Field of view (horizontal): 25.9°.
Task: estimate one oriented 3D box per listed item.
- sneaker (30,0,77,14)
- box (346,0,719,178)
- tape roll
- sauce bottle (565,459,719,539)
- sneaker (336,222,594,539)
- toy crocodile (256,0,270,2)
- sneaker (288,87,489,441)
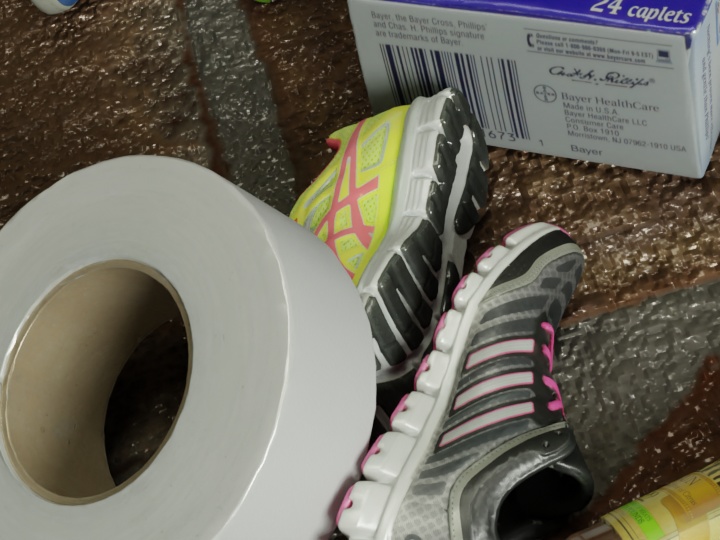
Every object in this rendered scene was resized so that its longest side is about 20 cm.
[{"bbox_3d":[-0.145,-0.244,0.984,0.111,0.077,0.200,-9,42,21],"label":"sneaker"},{"bbox_3d":[0.117,-0.165,0.826,0.183,0.105,0.200,11,54,23],"label":"box"},{"bbox_3d":[-0.095,0.054,0.675,0.202,0.071,0.203,-12,67,29],"label":"tape roll"},{"bbox_3d":[0.179,0.093,0.621,0.199,0.065,0.065,-25,49,-7],"label":"sauce bottle"},{"bbox_3d":[0.066,0.067,0.672,0.087,0.074,0.200,19,55,18],"label":"sneaker"},{"bbox_3d":[0.011,-0.223,0.939,0.199,0.062,0.068,-29,43,-15],"label":"toy crocodile"},{"bbox_3d":[0.000,0.000,0.751,0.090,0.078,0.201,-4,45,27],"label":"sneaker"}]
